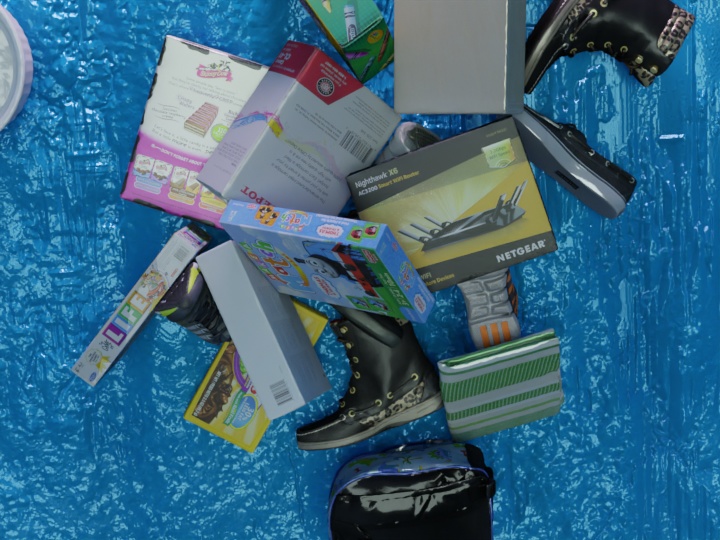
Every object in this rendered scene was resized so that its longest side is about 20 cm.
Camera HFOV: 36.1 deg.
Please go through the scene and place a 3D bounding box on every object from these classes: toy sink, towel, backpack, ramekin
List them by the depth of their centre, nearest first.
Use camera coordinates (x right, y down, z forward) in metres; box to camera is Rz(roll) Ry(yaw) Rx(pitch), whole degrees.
[{"bbox_3d":[0.114,-0.276,1.242,0.130,0.112,0.200,2,99,20],"label":"toy sink"},{"bbox_3d":[-0.476,-0.236,1.269,0.200,0.098,0.201,-1,101,-3],"label":"ramekin"},{"bbox_3d":[0.173,0.143,1.344,0.152,0.200,0.023,-17,56,1],"label":"towel"},{"bbox_3d":[0.058,0.305,1.369,0.200,0.147,0.183,-3,102,-3],"label":"backpack"}]

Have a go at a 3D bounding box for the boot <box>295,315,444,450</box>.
[{"bbox_3d":[-0.004,0.130,1.373,0.200,0.073,0.151,-19,97,7],"label":"boot"}]

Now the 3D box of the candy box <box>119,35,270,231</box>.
[{"bbox_3d":[-0.191,-0.163,1.315,0.136,0.061,0.200,18,100,-7],"label":"candy box"}]

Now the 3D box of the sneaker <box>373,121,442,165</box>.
[{"bbox_3d":[0.099,-0.098,1.344,0.200,0.078,0.099,33,131,-21],"label":"sneaker"}]

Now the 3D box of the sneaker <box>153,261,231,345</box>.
[{"bbox_3d":[-0.179,0.044,1.279,0.081,0.200,0.074,37,88,4],"label":"sneaker"}]

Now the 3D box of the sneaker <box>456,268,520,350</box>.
[{"bbox_3d":[0.147,0.000,1.336,0.077,0.112,0.200,-6,104,8],"label":"sneaker"}]

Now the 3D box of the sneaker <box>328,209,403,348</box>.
[{"bbox_3d":[0.000,0.000,1.313,0.114,0.076,0.199,-45,57,0],"label":"sneaker"}]

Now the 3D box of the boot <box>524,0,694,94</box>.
[{"bbox_3d":[0.286,-0.268,1.310,0.150,0.073,0.200,33,94,-9],"label":"boot"}]

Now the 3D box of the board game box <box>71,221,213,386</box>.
[{"bbox_3d":[-0.256,0.036,1.310,0.034,0.134,0.200,38,96,-5],"label":"board game box"}]

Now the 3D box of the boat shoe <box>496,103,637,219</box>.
[{"bbox_3d":[0.251,-0.144,1.344,0.200,0.069,0.057,40,77,-10],"label":"boat shoe"}]

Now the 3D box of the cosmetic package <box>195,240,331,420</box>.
[{"bbox_3d":[-0.108,0.065,1.280,0.052,0.151,0.200,-26,86,11],"label":"cosmetic package"}]

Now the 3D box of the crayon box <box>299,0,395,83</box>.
[{"bbox_3d":[-0.041,-0.317,1.231,0.058,0.119,0.200,-35,76,3],"label":"crayon box"}]

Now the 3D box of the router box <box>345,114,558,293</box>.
[{"bbox_3d":[0.103,-0.067,1.242,0.200,0.052,0.157,-20,97,9],"label":"router box"}]

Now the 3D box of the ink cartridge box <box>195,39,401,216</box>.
[{"bbox_3d":[-0.071,-0.141,1.276,0.148,0.086,0.200,36,89,-35],"label":"ink cartridge box"}]

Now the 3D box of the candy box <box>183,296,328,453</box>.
[{"bbox_3d":[-0.131,0.121,1.388,0.102,0.026,0.200,28,98,-9],"label":"candy box"}]

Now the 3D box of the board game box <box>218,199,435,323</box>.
[{"bbox_3d":[-0.035,-0.010,1.196,0.200,0.151,0.037,12,64,32],"label":"board game box"}]
